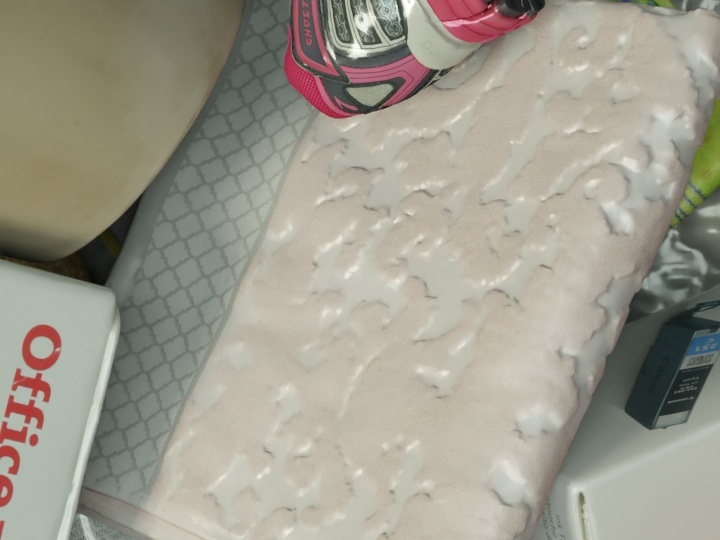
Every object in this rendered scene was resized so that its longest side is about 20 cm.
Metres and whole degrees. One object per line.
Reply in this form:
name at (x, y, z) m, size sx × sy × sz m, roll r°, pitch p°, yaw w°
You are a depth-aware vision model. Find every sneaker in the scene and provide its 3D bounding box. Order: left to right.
sneaker at (-0.010, -0.136, 0.856) m, size 0.075 × 0.201 × 0.081 m, roll -35°, pitch 135°, yaw 23°

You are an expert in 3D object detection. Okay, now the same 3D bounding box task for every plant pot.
plant pot at (-0.136, -0.093, 0.828) m, size 0.173 × 0.200 × 0.200 m, roll 35°, pitch 97°, yaw -24°

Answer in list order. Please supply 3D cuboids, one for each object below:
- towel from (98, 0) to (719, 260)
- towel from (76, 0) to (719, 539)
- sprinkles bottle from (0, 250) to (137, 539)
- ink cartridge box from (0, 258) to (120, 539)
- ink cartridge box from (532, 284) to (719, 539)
towel at (0.018, -0.029, 0.897) m, size 0.200 × 0.023 × 0.144 m, roll -36°, pitch 58°, yaw 5°
towel at (0.000, 0.000, 0.839) m, size 0.190 × 0.032 × 0.201 m, roll 14°, pitch 74°, yaw 40°
sprinkles bottle at (-0.096, 0.071, 0.927) m, size 0.068 × 0.068 × 0.201 m, roll -22°, pitch 93°, yaw 6°
ink cartridge box at (-0.188, 0.050, 0.808) m, size 0.199 × 0.083 × 0.146 m, roll 16°, pitch 87°, yaw -25°
ink cartridge box at (0.148, 0.045, 0.818) m, size 0.199 × 0.176 × 0.045 m, roll -22°, pitch 111°, yaw -21°
